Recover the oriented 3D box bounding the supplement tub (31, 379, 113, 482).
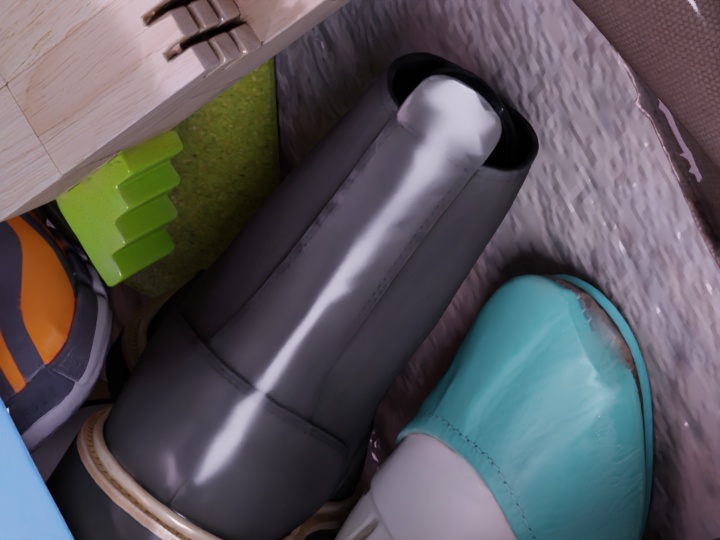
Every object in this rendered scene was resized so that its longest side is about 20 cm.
[{"bbox_3d":[-0.109,0.102,0.937,0.200,0.145,0.146,13,125,61],"label":"supplement tub"}]

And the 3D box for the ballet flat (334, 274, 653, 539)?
[{"bbox_3d":[0.024,0.082,0.729,0.067,0.070,0.200,49,152,27],"label":"ballet flat"}]

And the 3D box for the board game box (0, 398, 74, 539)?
[{"bbox_3d":[-0.147,0.049,0.703,0.153,0.040,0.200,62,145,7],"label":"board game box"}]

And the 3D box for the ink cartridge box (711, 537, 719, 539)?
[{"bbox_3d":[0.030,0.146,0.616,0.084,0.199,0.176,26,135,57],"label":"ink cartridge box"}]

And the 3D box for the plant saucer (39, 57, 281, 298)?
[{"bbox_3d":[-0.096,-0.098,0.837,0.200,0.048,0.201,46,150,38],"label":"plant saucer"}]

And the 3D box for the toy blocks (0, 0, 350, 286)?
[{"bbox_3d":[-0.066,-0.112,0.671,0.137,0.100,0.200,-33,88,34],"label":"toy blocks"}]

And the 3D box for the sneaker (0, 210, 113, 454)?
[{"bbox_3d":[-0.133,-0.028,0.730,0.112,0.077,0.200,55,176,-35],"label":"sneaker"}]

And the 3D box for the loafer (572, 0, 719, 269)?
[{"bbox_3d":[0.043,-0.076,0.532,0.201,0.071,0.073,66,157,-1],"label":"loafer"}]

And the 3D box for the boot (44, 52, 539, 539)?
[{"bbox_3d":[0.000,0.000,0.716,0.077,0.139,0.200,34,-166,-6],"label":"boot"}]

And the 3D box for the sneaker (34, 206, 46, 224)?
[{"bbox_3d":[-0.177,0.047,0.862,0.071,0.113,0.200,38,136,-21],"label":"sneaker"}]
